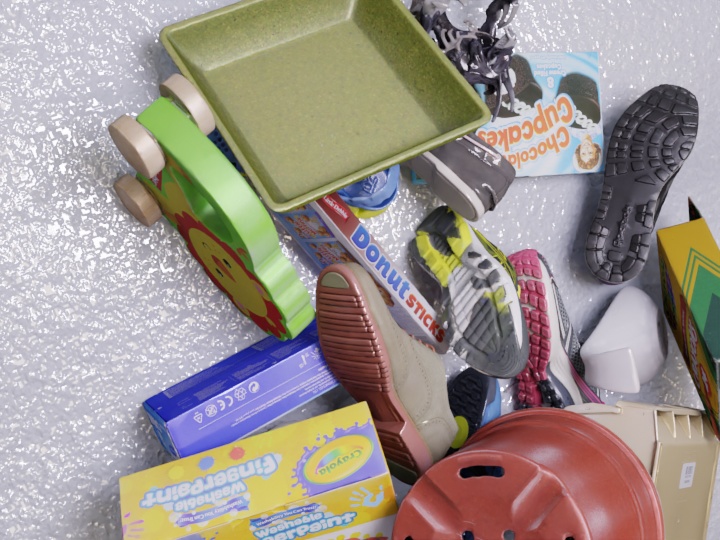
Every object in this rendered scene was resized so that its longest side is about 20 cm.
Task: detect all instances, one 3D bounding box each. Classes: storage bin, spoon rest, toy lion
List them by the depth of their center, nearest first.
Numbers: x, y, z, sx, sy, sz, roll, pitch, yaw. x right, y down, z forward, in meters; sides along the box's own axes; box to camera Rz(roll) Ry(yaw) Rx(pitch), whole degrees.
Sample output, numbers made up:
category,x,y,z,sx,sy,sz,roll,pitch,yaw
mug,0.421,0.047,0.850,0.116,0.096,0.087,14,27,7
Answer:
category,x,y,z,sx,sy,sz,roll,pitch,yaw
toy lion,-0.105,-0.030,0.765,0.069,0.200,0.192,-42,87,-18
storage bin,0.254,0.222,0.927,0.199,0.093,0.202,14,85,-54
spoon rest,0.252,0.073,0.951,0.199,0.060,0.101,-19,99,-64

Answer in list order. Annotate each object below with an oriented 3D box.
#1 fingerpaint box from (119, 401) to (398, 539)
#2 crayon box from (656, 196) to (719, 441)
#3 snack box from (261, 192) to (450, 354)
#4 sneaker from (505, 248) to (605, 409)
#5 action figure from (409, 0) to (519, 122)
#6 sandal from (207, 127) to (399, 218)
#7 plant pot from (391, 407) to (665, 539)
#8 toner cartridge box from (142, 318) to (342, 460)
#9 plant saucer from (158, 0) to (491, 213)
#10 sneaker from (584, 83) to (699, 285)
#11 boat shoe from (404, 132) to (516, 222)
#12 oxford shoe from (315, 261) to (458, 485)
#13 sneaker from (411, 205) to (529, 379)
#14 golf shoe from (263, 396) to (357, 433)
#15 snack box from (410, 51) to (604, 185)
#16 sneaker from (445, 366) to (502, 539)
category,x,y,z,sx,sy,sz,roll,pitch,yaw
fingerpaint box,-0.067,0.205,0.781,0.197,0.074,0.168,-17,134,-3
crayon box,0.331,0.044,0.955,0.050,0.202,0.128,-15,134,8
snack box,0.000,0.000,0.849,0.200,0.071,0.024,50,62,-29
sneaker,0.179,0.073,0.953,0.074,0.080,0.202,-29,111,-34
action figure,0.083,-0.231,0.857,0.118,0.102,0.201,-34,85,-39
sandal,-0.043,-0.103,0.843,0.198,0.087,0.081,16,88,-21
plant pot,0.122,0.208,0.765,0.195,0.198,0.204,18,83,-66
toner cartridge box,-0.076,0.090,0.830,0.198,0.095,0.044,-27,102,-19
plant saucer,-0.031,-0.141,0.792,0.198,0.048,0.201,-25,64,-20
sneaker,0.270,-0.083,0.981,0.075,0.088,0.202,23,90,14
boat shoe,0.050,-0.127,0.867,0.057,0.067,0.200,-42,79,-16
oxford shoe,0.023,0.072,0.792,0.074,0.070,0.202,-38,121,-33
sneaker,0.113,0.018,0.867,0.084,0.201,0.075,25,120,-32
golf shoe,-0.030,0.163,0.856,0.198,0.091,0.076,-27,103,-18
snack box,0.139,-0.146,0.944,0.197,0.037,0.118,-6,95,-23
sneaker,0.105,0.191,0.932,0.078,0.066,0.203,14,87,-34
